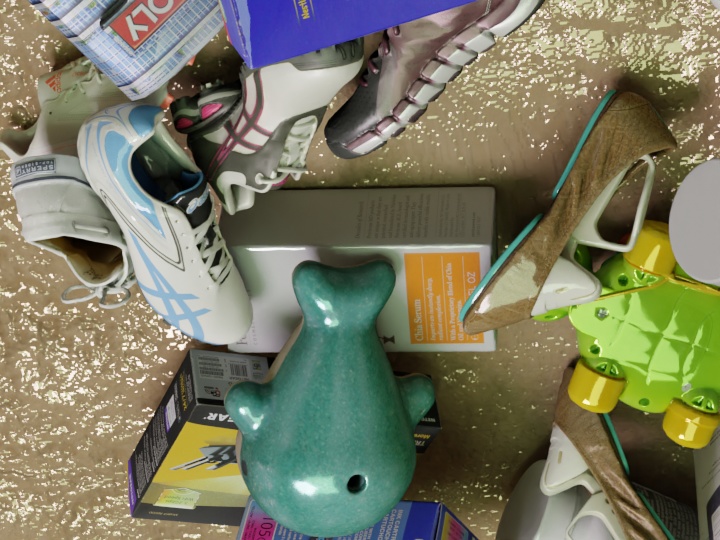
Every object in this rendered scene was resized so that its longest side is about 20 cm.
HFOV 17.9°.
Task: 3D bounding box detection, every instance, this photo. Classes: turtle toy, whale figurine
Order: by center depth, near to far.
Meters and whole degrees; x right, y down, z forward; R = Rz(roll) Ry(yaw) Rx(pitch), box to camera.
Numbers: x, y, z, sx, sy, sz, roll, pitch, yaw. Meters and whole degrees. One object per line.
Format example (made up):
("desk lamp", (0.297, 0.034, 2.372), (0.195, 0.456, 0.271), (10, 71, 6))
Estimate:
("whale figurine", (-0.015, 0.094, 1.600), (0.158, 0.104, 0.202), (1, 112, -21))
("turtle toy", (0.198, 0.028, 1.639), (0.198, 0.101, 0.147), (20, 105, -7))

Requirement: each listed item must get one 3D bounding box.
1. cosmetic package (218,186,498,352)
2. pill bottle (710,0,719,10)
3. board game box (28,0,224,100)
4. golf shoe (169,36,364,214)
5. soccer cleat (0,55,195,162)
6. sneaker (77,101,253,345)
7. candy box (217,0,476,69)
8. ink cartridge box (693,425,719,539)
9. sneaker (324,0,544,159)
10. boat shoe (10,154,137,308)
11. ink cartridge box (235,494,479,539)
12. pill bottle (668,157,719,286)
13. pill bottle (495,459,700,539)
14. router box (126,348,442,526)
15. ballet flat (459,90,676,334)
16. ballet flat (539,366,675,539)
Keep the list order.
("cosmetic package", (0.000, 0.000, 1.654), (0.198, 0.072, 0.102), (-1, 128, 7))
("pill bottle", (0.205, -0.259, 1.404), (0.110, 0.111, 0.200), (-25, 122, 23))
("board game box", (-0.109, -0.206, 1.463), (0.200, 0.062, 0.200), (-44, 116, 6))
("golf shoe", (-0.049, -0.103, 1.527), (0.200, 0.077, 0.089), (-24, 84, 56))
("soccer cleat", (-0.179, -0.124, 1.577), (0.077, 0.070, 0.200), (33, 127, -16))
("sneaker", (-0.122, -0.027, 1.554), (0.072, 0.072, 0.201), (-3, 130, 37))
("candy box", (-0.003, -0.237, 1.399), (0.198, 0.077, 0.170), (-17, 112, -10))
("ink cartridge box", (0.332, 0.209, 1.707), (0.144, 0.201, 0.084), (27, 126, -16))
("sneaker", (0.023, -0.173, 1.523), (0.200, 0.076, 0.115), (-41, 110, 19))
("boat shoe", (-0.182, -0.012, 1.595), (0.074, 0.087, 0.202), (-9, 163, 12))
("ink cartridge box", (0.021, 0.228, 1.709), (0.198, 0.077, 0.137), (2, 153, 29))
("pill bottle", (0.306, -0.022, 1.541), (0.199, 0.109, 0.109), (8, 135, -38))
("pill bottle", (0.213, 0.227, 1.787), (0.199, 0.116, 0.116), (24, 127, -13))
("router box", (-0.060, 0.133, 1.730), (0.198, 0.053, 0.158), (7, 140, -22))
("ballet flat", (0.149, -0.026, 1.565), (0.072, 0.068, 0.201), (35, 90, 12))
("ballet flat", (0.179, 0.171, 1.706), (0.072, 0.201, 0.068), (-26, 167, -6))
